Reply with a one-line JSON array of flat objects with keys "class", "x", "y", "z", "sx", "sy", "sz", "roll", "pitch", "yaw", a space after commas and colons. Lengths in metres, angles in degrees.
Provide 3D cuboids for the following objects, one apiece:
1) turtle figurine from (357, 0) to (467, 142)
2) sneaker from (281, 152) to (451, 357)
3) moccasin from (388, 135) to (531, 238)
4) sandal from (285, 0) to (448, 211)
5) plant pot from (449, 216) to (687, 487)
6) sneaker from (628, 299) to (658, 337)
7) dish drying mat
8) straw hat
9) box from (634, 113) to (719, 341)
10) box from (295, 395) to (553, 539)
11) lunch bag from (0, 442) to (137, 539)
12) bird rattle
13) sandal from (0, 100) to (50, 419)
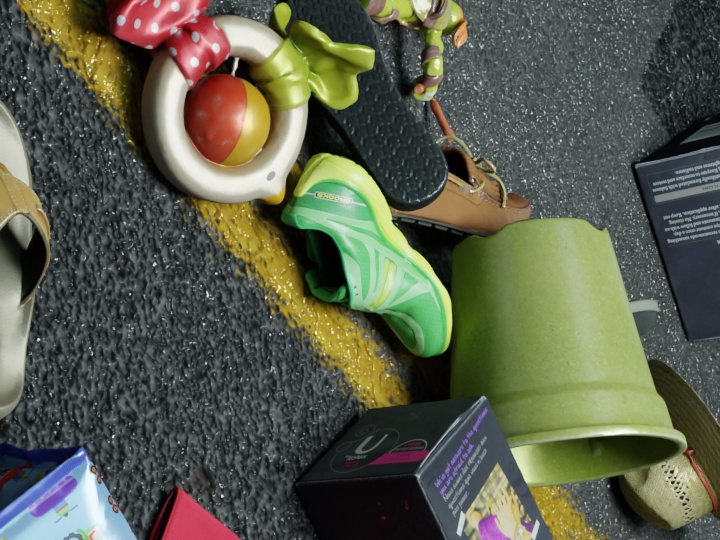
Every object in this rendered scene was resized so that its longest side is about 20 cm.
[{"class": "turtle figurine", "x": 0.041, "y": -0.214, "z": 1.328, "sx": 0.161, "sy": 0.064, "sz": 0.201, "roll": 10, "pitch": 72, "yaw": -51}, {"class": "sneaker", "x": 0.000, "y": 0.000, "z": 1.225, "sx": 0.084, "sy": 0.074, "sz": 0.200, "roll": -48, "pitch": 126, "yaw": -17}, {"class": "moccasin", "x": 0.071, "y": -0.071, "z": 1.319, "sx": 0.201, "sy": 0.073, "sz": 0.078, "roll": 12, "pitch": 95, "yaw": -42}, {"class": "sandal", "x": -0.005, "y": -0.129, "z": 1.236, "sx": 0.075, "sy": 0.048, "sz": 0.201, "roll": -25, "pitch": 77, "yaw": -14}, {"class": "plant pot", "x": 0.147, "y": 0.064, "z": 1.287, "sx": 0.200, "sy": 0.200, "sz": 0.185, "roll": 16, "pitch": 62, "yaw": -49}, {"class": "sneaker", "x": 0.204, "y": 0.089, "z": 1.456, "sx": 0.199, "sy": 0.075, "sz": 0.107, "roll": -15, "pitch": 96, "yaw": -43}, {"class": "dish drying mat", "x": -0.075, "y": 0.231, "z": 1.088, "sx": 0.200, "sy": 0.018, "sz": 0.077, "roll": 47, "pitch": 46, "yaw": -33}, {"class": "straw hat", "x": 0.287, "y": 0.191, "z": 1.508, "sx": 0.085, "sy": 0.201, "sz": 0.202, "roll": -29, "pitch": 108, "yaw": -7}, {"class": "box", "x": 0.404, "y": -0.057, "z": 1.714, "sx": 0.196, "sy": 0.117, "sz": 0.201, "roll": -32, "pitch": 107, "yaw": -51}, {"class": "box", "x": 0.061, "y": 0.207, "z": 1.181, "sx": 0.106, "sy": 0.122, "sz": 0.201, "roll": -41, "pitch": 112, "yaw": -44}, {"class": "lunch bag", "x": -0.206, "y": 0.214, "z": 0.877, "sx": 0.200, "sy": 0.094, "sz": 0.151, "roll": -44, "pitch": 117, "yaw": -39}, {"class": "bird rattle", "x": -0.090, "y": -0.129, "z": 1.113, "sx": 0.199, "sy": 0.112, "sz": 0.164, "roll": 13, "pitch": 86, "yaw": -47}, {"class": "sandal", "x": -0.214, "y": -0.012, "z": 0.947, "sx": 0.080, "sy": 0.054, "sz": 0.201, "roll": 10, "pitch": 72, "yaw": -51}]
